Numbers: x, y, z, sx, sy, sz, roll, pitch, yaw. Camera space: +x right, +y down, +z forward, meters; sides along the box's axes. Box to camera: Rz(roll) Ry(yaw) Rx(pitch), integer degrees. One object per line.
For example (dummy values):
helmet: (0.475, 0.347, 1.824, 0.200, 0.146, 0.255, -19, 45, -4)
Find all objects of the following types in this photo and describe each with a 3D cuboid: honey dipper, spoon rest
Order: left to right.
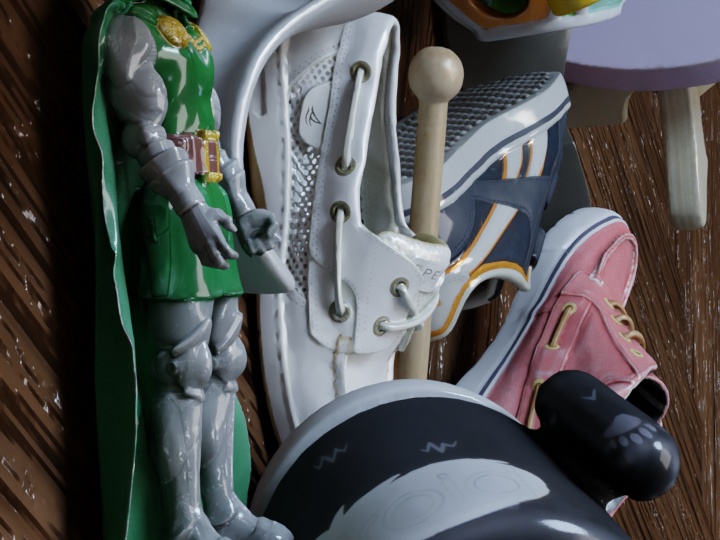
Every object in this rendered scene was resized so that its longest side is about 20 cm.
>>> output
spoon rest: (-0.022, -0.091, 0.720, 0.061, 0.098, 0.202, 53, 46, -48)
honey dipper: (0.025, 0.011, 0.818, 0.038, 0.038, 0.202, -35, 132, -70)

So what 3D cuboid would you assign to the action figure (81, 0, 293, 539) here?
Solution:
action figure: (-0.056, -0.011, 0.628, 0.118, 0.054, 0.202, -12, 95, -78)

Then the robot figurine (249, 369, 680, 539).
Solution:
robot figurine: (0.032, 0.114, 0.669, 0.200, 0.149, 0.126, -132, -147, -68)

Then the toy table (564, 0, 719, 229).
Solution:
toy table: (0.190, -0.132, 1.187, 0.117, 0.198, 0.185, 63, 40, -52)

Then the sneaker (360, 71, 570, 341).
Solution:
sneaker: (0.047, -0.031, 0.924, 0.200, 0.078, 0.080, -40, 117, -56)

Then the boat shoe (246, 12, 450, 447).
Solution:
boat shoe: (0.000, 0.000, 0.773, 0.071, 0.069, 0.202, -17, 101, -74)

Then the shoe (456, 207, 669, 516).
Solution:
shoe: (0.115, 0.046, 0.993, 0.200, 0.090, 0.072, -52, 140, -40)

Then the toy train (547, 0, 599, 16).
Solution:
toy train: (0.057, -0.193, 0.874, 0.056, 0.198, 0.152, -153, -102, -76)

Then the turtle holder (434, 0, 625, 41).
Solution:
turtle holder: (0.084, -0.186, 1.002, 0.186, 0.139, 0.133, -67, 146, -80)

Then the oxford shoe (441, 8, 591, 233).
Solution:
oxford shoe: (0.077, -0.105, 1.093, 0.071, 0.071, 0.202, -173, -103, -81)
